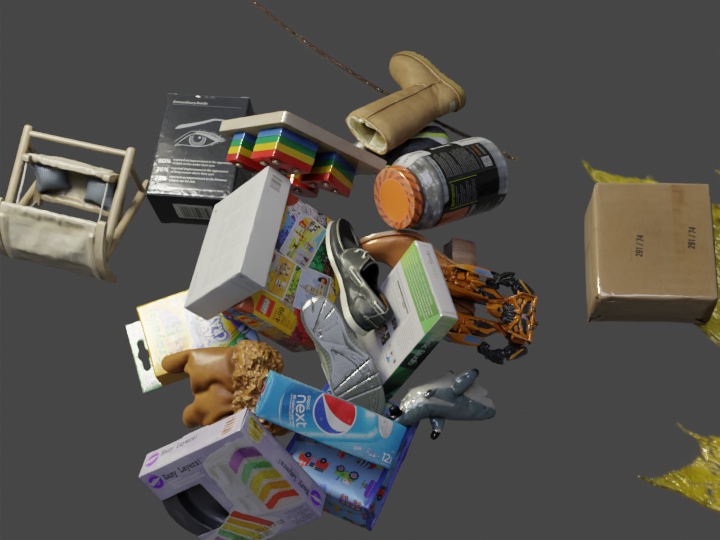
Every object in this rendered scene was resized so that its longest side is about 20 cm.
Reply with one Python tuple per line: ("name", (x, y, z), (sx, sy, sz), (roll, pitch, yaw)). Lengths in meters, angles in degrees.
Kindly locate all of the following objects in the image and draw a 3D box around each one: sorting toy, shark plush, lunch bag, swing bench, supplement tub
("sorting toy", (-0.099, -0.171, 1.590), (0.200, 0.198, 0.070), (4, 75, 54))
("shark plush", (0.109, 0.205, 1.479), (0.200, 0.091, 0.084), (-17, 90, -37))
("lunch bag", (-0.012, 0.252, 1.494), (0.150, 0.094, 0.200), (20, 60, 16))
("swing bench", (-0.477, -0.106, 1.665), (0.198, 0.130, 0.201), (12, 68, 10))
("supplement tub", (0.126, -0.134, 1.591), (0.200, 0.123, 0.123), (-18, 61, -36))

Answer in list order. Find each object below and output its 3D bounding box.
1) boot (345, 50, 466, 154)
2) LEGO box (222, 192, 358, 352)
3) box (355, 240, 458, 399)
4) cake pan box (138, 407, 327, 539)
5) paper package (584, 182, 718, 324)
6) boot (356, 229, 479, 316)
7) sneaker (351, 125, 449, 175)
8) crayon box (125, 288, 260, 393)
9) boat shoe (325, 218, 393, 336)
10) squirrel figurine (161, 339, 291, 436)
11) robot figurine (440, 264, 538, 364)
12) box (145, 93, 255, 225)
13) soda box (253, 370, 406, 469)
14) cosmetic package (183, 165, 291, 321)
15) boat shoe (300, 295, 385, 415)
("boot", (0.054, -0.285, 1.690), (0.200, 0.066, 0.175), (-32, 52, -31))
("LEGO box", (-0.109, 0.005, 1.571), (0.149, 0.077, 0.201), (32, 66, -27))
("box", (0.062, 0.075, 1.496), (0.036, 0.200, 0.145), (9, 45, -29))
("cake pan box", (-0.178, 0.297, 1.399), (0.200, 0.184, 0.052), (-26, 23, 25))
("paper package", (0.445, -0.025, 1.565), (0.190, 0.104, 0.201), (1, 65, 4))
("boot", (0.088, 0.024, 1.585), (0.199, 0.077, 0.156), (8, 71, -12))
("sneaker", (0.062, -0.182, 1.685), (0.199, 0.072, 0.083), (-15, 66, -2))
("crayon box", (-0.268, 0.098, 1.597), (0.199, 0.052, 0.126), (-20, 65, -4))
("boat shoe", (0.000, 0.000, 1.525), (0.068, 0.072, 0.200), (-35, 53, 25))
("squirrel figurine", (-0.177, 0.205, 1.472), (0.200, 0.141, 0.187), (-19, 68, 36))
("robot figurine", (0.184, 0.061, 1.534), (0.199, 0.058, 0.146), (14, 76, -18))
("box", (-0.259, -0.184, 1.695), (0.147, 0.104, 0.201), (5, 66, 7))
("soda box", (-0.042, 0.205, 1.395), (0.199, 0.068, 0.064), (23, 85, -8))
("cosmetic package", (-0.183, -0.040, 1.521), (0.151, 0.052, 0.201), (-26, 41, 42))
("boat shoe", (-0.024, 0.132, 1.493), (0.074, 0.065, 0.202), (-31, 81, 0))
